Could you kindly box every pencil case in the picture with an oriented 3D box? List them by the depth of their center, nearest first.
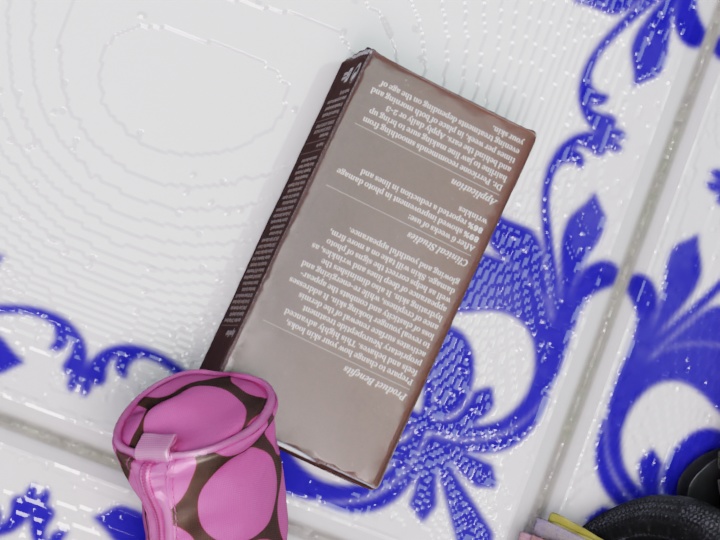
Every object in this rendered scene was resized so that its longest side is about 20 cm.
[{"bbox_3d":[-0.077,0.152,1.437,0.094,0.091,0.200,-27,122,-43],"label":"pencil case"}]

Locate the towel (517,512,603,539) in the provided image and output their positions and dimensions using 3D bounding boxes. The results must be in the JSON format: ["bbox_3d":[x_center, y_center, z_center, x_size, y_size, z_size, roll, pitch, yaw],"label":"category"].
[{"bbox_3d":[0.110,0.235,1.484,0.023,0.144,0.200,13,96,-48],"label":"towel"}]

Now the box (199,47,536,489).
[{"bbox_3d":[0.000,0.000,1.499,0.100,0.075,0.200,27,83,-10],"label":"box"}]

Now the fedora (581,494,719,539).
[{"bbox_3d":[0.172,0.218,1.512,0.092,0.200,0.201,14,86,-47],"label":"fedora"}]

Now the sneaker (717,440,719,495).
[{"bbox_3d":[0.249,0.063,1.535,0.090,0.078,0.200,22,71,-22],"label":"sneaker"}]

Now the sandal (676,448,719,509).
[{"bbox_3d":[0.249,0.169,1.563,0.076,0.043,0.200,-43,98,-9],"label":"sandal"}]
